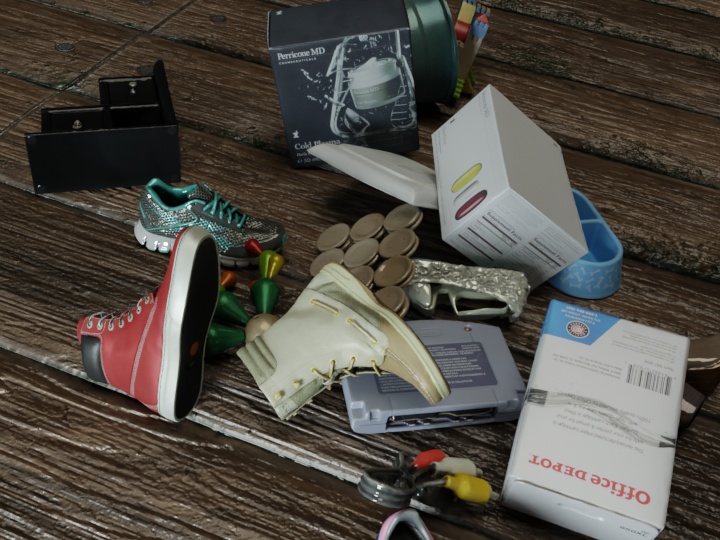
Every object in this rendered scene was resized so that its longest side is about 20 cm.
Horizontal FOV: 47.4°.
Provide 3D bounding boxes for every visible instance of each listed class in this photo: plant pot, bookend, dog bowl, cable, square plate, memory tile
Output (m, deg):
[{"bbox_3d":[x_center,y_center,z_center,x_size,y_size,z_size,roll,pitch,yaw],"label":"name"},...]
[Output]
[{"bbox_3d":[0.031,-0.353,1.338,0.193,0.203,0.201,-15,44,-13],"label":"plant pot"},{"bbox_3d":[-0.366,-0.210,1.170,0.195,0.093,0.201,-6,41,-15],"label":"bookend"},{"bbox_3d":[0.284,-0.047,1.114,0.109,0.050,0.202,-5,41,-14],"label":"dog bowl"},{"bbox_3d":[0.049,0.179,0.741,0.096,0.051,0.199,28,-2,36],"label":"cable"},{"bbox_3d":[0.059,-0.128,1.112,0.197,0.029,0.198,30,18,35],"label":"square plate"},{"bbox_3d":[0.000,0.000,0.979,0.151,0.017,0.202,-16,37,25],"label":"memory tile"}]

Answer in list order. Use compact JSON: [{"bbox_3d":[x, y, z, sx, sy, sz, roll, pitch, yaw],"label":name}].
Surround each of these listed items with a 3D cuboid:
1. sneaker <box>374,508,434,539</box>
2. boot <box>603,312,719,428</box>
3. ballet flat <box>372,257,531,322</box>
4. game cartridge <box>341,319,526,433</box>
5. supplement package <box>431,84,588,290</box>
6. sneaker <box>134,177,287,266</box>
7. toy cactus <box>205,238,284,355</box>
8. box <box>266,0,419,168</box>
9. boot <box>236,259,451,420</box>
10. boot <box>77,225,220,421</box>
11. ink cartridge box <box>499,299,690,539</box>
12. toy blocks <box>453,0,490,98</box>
[{"bbox_3d":[0.053,0.288,0.657,0.069,0.083,0.201,-9,43,-18],"label":"sneaker"},{"bbox_3d":[0.341,0.093,0.944,0.145,0.071,0.199,31,45,29],"label":"boot"},{"bbox_3d":[0.106,0.025,0.985,0.196,0.073,0.072,5,39,7],"label":"ballet flat"},{"bbox_3d":[0.074,0.112,0.906,0.196,0.041,0.134,-2,44,-12],"label":"game cartridge"},{"bbox_3d":[0.185,-0.103,1.046,0.155,0.110,0.202,32,38,-30],"label":"supplement package"},{"bbox_3d":[-0.189,-0.065,1.028,0.196,0.092,0.078,7,40,-1],"label":"sneaker"},{"bbox_3d":[-0.132,0.043,0.922,0.164,0.103,0.200,33,37,14],"label":"toy cactus"},{"bbox_3d":[-0.022,-0.274,1.189,0.196,0.199,0.125,-8,41,1],"label":"box"},{"bbox_3d":[-0.020,0.100,0.827,0.154,0.072,0.200,-41,59,-11],"label":"boot"},{"bbox_3d":[-0.221,0.037,0.824,0.142,0.203,0.072,21,20,17],"label":"boot"},{"bbox_3d":[0.230,0.149,0.807,0.142,0.085,0.202,16,58,11],"label":"ink cartridge box"},{"bbox_3d":[0.181,-0.405,1.432,0.098,0.138,0.201,21,33,-4],"label":"toy blocks"}]
